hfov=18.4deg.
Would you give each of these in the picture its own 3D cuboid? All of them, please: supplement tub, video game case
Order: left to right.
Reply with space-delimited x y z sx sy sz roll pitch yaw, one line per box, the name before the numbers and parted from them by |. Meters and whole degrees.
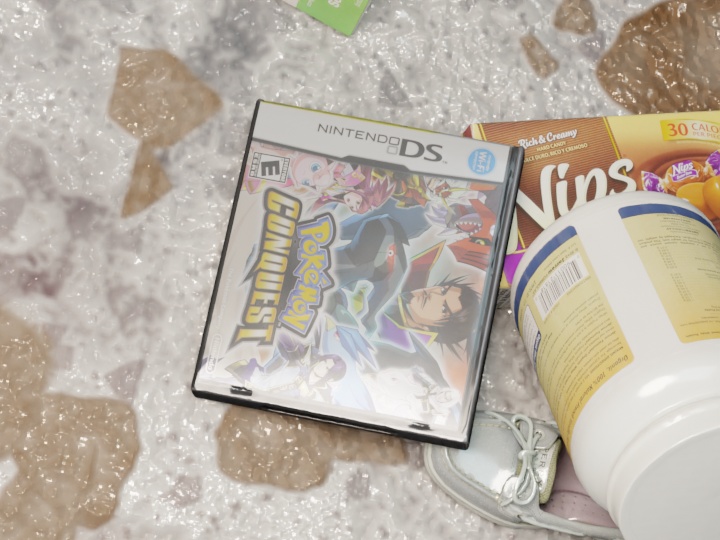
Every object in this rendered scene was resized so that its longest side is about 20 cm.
video game case | 0.000 0.000 1.422 0.179 0.026 0.202 11 74 5
supplement tub | 0.185 0.064 1.370 0.143 0.145 0.201 -4 44 -15

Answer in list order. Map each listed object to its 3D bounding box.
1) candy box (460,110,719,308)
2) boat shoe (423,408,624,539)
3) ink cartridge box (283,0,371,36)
candy box | 0.168 -0.042 1.495 0.198 0.056 0.118 -3 73 -16
boat shoe | 0.139 0.136 1.423 0.201 0.065 0.075 23 68 -6
ink cartridge box | -0.055 -0.276 1.499 0.199 0.084 0.146 28 68 -4
